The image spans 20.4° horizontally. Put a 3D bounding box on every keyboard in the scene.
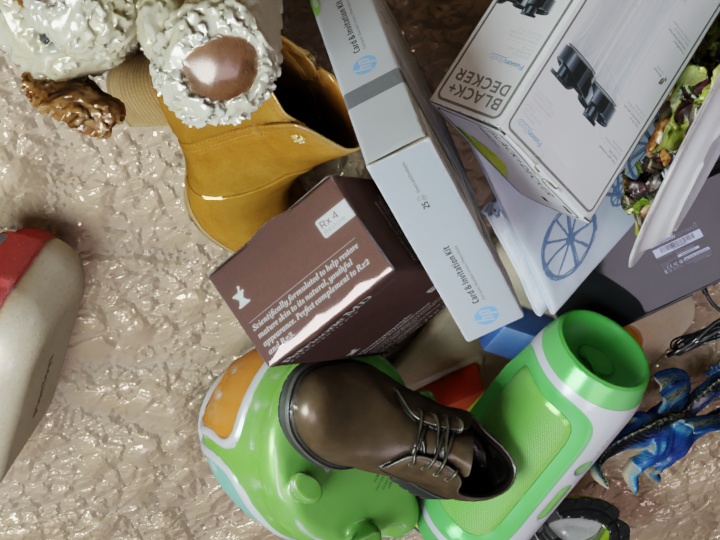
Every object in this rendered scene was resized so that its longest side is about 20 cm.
[{"bbox_3d":[0.226,-0.001,1.353,0.199,0.021,0.127,-26,109,17],"label":"keyboard"}]

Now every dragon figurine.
[{"bbox_3d":[0.225,0.109,1.452,0.099,0.059,0.200,-44,159,21],"label":"dragon figurine"}]

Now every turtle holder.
[{"bbox_3d":[-0.027,0.117,1.373,0.185,0.131,0.142,12,87,-48],"label":"turtle holder"}]

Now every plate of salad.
[{"bbox_3d":[0.204,-0.095,1.226,0.048,0.200,0.201,29,128,9],"label":"plate of salad"}]

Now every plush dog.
[{"bbox_3d":[-0.133,-0.170,1.086,0.171,0.161,0.201,-17,104,17],"label":"plush dog"}]

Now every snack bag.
[{"bbox_3d":[0.140,-0.096,1.245,0.189,0.021,0.200,-48,136,-16],"label":"snack bag"}]

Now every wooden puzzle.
[{"bbox_3d":[0.123,0.074,1.440,0.185,0.046,0.200,18,124,-31],"label":"wooden puzzle"}]

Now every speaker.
[{"bbox_3d":[0.116,0.119,1.376,0.088,0.089,0.200,13,130,-27],"label":"speaker"}]

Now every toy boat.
[{"bbox_3d":[-0.262,0.055,1.266,0.130,0.131,0.201,24,126,2],"label":"toy boat"}]

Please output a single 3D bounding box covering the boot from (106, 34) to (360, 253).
[{"bbox_3d":[-0.048,-0.066,1.191,0.144,0.071,0.201,0,145,43],"label":"boot"}]

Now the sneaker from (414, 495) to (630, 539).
[{"bbox_3d":[0.104,0.192,1.518,0.199,0.074,0.081,22,164,-26],"label":"sneaker"}]

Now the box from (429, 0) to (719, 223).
[{"bbox_3d":[0.138,-0.144,1.158,0.117,0.060,0.201,38,81,-47],"label":"box"}]

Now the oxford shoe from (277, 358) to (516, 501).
[{"bbox_3d":[0.029,0.101,1.272,0.084,0.073,0.200,4,167,44],"label":"oxford shoe"}]

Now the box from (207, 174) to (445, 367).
[{"bbox_3d":[0.000,0.000,1.228,0.100,0.075,0.200,-38,166,17],"label":"box"}]

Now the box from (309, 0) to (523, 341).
[{"bbox_3d":[0.027,-0.080,1.155,0.041,0.201,0.156,-24,135,7],"label":"box"}]
